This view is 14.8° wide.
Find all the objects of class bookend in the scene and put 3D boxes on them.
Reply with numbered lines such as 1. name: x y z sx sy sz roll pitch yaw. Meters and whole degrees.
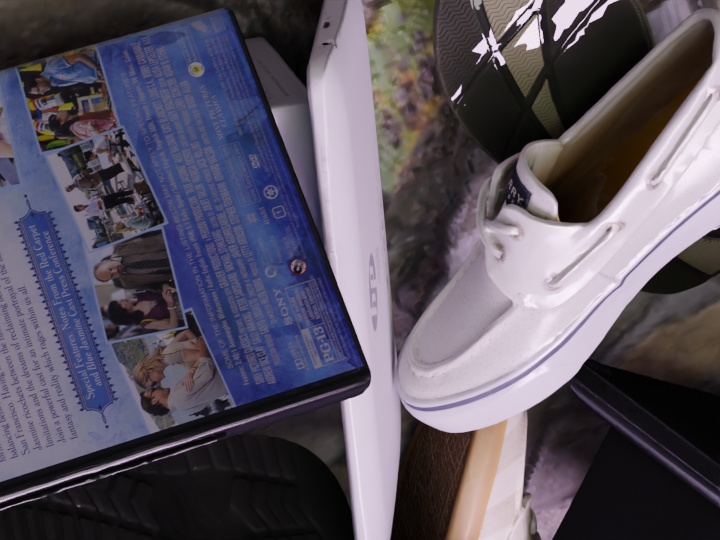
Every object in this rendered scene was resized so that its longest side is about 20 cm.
1. bookend: 0.131 0.157 1.095 0.198 0.092 0.201 15 106 -44

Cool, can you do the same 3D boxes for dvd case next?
1. dvd case: -0.112 0.003 0.915 0.199 0.018 0.143 -17 75 -16

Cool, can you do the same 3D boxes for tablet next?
1. tablet: 0.000 0.000 1.011 0.014 0.130 0.201 -4 112 6

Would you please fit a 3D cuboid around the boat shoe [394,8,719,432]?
1. boat shoe: 0.074 -0.020 1.005 0.070 0.071 0.200 30 121 -36

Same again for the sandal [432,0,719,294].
1. sandal: 0.085 -0.065 1.054 0.080 0.057 0.201 -25 135 13

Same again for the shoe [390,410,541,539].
1. shoe: 0.040 0.128 1.105 0.053 0.070 0.201 4 116 -19

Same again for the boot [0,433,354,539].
1. boot: -0.116 0.113 0.998 0.200 0.078 0.138 17 137 -40

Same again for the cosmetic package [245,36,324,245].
1. cosmetic package: -0.115 -0.008 0.996 0.199 0.081 0.113 -13 115 -14
